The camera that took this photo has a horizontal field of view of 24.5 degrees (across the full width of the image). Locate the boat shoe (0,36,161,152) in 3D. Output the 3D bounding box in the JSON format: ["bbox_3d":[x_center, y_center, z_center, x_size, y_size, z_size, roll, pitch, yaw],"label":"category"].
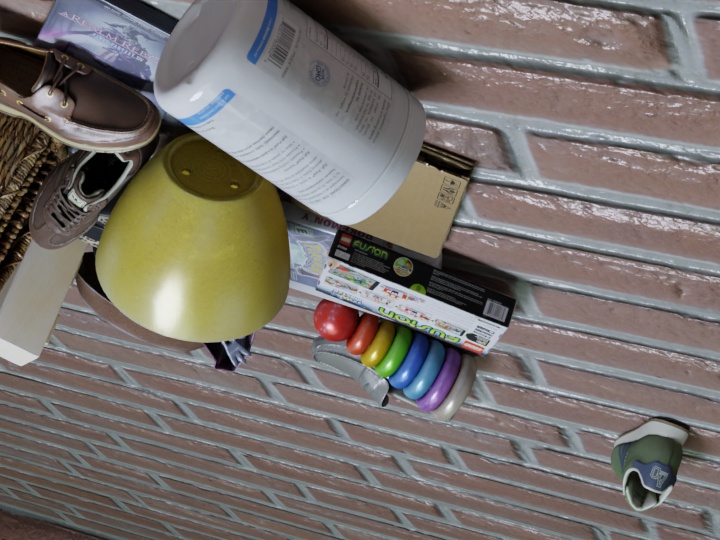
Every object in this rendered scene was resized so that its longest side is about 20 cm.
[{"bbox_3d":[-0.282,-0.167,1.545,0.198,0.073,0.068,20,161,10],"label":"boat shoe"}]

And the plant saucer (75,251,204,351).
[{"bbox_3d":[-0.258,0.042,1.981,0.199,0.035,0.200,27,-168,-6],"label":"plant saucer"}]

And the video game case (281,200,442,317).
[{"bbox_3d":[0.000,0.000,1.801,0.181,0.023,0.200,18,158,9],"label":"video game case"}]

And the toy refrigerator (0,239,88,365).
[{"bbox_3d":[-0.365,0.004,1.905,0.070,0.202,0.076,29,157,-20],"label":"toy refrigerator"}]

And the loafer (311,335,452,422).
[{"bbox_3d":[0.029,0.130,2.019,0.198,0.070,0.070,15,158,14],"label":"loafer"}]

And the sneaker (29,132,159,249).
[{"bbox_3d":[-0.284,-0.085,1.673,0.070,0.076,0.200,43,119,-5],"label":"sneaker"}]

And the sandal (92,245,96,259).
[{"bbox_3d":[-0.229,0.006,1.968,0.198,0.076,0.045,23,169,-13],"label":"sandal"}]

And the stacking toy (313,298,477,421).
[{"bbox_3d":[0.034,0.094,1.925,0.199,0.086,0.085,30,158,-11],"label":"stacking toy"}]

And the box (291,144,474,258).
[{"bbox_3d":[0.016,-0.082,1.588,0.162,0.021,0.200,21,159,2],"label":"box"}]

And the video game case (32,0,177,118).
[{"bbox_3d":[-0.225,-0.202,1.534,0.142,0.019,0.200,27,159,-14],"label":"video game case"}]

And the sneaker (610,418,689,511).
[{"bbox_3d":[0.334,0.245,1.985,0.067,0.091,0.200,20,159,0],"label":"sneaker"}]

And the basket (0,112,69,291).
[{"bbox_3d":[-0.380,-0.059,1.748,0.148,0.201,0.143,15,160,34],"label":"basket"}]

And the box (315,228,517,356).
[{"bbox_3d":[0.055,0.025,1.729,0.198,0.035,0.110,22,160,-2],"label":"box"}]

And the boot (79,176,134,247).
[{"bbox_3d":[-0.242,-0.059,1.818,0.198,0.074,0.151,11,168,-10],"label":"boot"}]

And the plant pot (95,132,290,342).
[{"bbox_3d":[-0.155,-0.051,1.636,0.198,0.201,0.143,20,132,3],"label":"plant pot"}]

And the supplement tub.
[{"bbox_3d":[-0.058,-0.140,1.367,0.199,0.133,0.131,34,155,-29],"label":"supplement tub"}]

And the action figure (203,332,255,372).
[{"bbox_3d":[-0.174,0.030,1.863,0.148,0.135,0.200,27,-168,-26],"label":"action figure"}]
